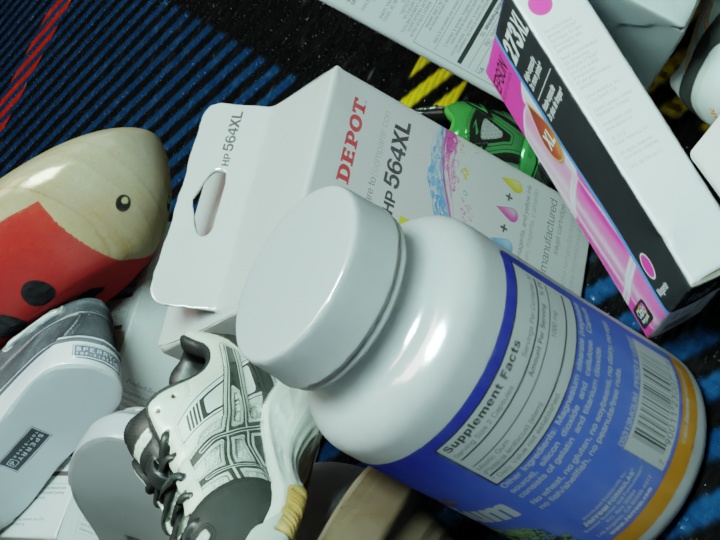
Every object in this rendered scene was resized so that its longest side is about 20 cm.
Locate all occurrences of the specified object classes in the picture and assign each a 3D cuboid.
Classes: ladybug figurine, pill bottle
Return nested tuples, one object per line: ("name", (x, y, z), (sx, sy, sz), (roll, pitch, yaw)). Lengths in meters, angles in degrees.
("ladybug figurine", (-0.184, -0.008, 0.956), (0.200, 0.135, 0.072), (-35, 76, 31))
("pill bottle", (0.047, 0.046, 0.719), (0.112, 0.199, 0.113), (-40, 33, 34))

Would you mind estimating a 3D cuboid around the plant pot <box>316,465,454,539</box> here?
("plant pot", (0.005, 0.197, 0.742), (0.202, 0.092, 0.201), (-62, -10, -19))

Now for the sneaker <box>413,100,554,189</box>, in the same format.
("sneaker", (0.033, -0.062, 0.977), (0.200, 0.085, 0.079), (-20, 49, 55))

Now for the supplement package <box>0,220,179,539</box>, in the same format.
("supplement package", (-0.125, 0.099, 1.041), (0.150, 0.151, 0.201), (-13, 55, 55))

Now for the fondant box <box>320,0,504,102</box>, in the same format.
("fondant box", (0.038, -0.154, 0.917), (0.058, 0.199, 0.144), (-58, 27, 11))

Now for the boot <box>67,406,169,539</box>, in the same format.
("boot", (-0.099, 0.101, 0.870), (0.201, 0.073, 0.096), (97, -166, -58))

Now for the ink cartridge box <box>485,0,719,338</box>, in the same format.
("ink cartridge box", (0.101, -0.071, 0.744), (0.037, 0.201, 0.095), (-26, -14, -8))

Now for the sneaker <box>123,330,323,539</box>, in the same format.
("sneaker", (-0.067, 0.098, 0.716), (0.200, 0.087, 0.076), (-77, 5, -60))

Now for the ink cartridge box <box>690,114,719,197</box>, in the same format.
("ink cartridge box", (0.225, -0.034, 0.602), (0.146, 0.084, 0.200), (-53, 28, 20))

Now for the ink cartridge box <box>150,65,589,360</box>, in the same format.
("ink cartridge box", (0.000, 0.000, 0.849), (0.125, 0.199, 0.129), (-25, 46, 51))

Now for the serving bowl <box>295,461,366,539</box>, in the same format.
("serving bowl", (-0.058, 0.181, 0.827), (0.201, 0.065, 0.200), (-62, -10, -19))

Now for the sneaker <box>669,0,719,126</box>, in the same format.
("sneaker", (0.202, -0.157, 0.768), (0.201, 0.073, 0.080), (-64, 24, -2))

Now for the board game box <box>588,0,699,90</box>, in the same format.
("board game box", (0.157, -0.191, 0.807), (0.201, 0.064, 0.148), (-63, -3, -12))

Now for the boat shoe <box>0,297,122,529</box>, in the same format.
("boat shoe", (-0.211, 0.088, 0.955), (0.200, 0.071, 0.068), (-43, 36, 27))
